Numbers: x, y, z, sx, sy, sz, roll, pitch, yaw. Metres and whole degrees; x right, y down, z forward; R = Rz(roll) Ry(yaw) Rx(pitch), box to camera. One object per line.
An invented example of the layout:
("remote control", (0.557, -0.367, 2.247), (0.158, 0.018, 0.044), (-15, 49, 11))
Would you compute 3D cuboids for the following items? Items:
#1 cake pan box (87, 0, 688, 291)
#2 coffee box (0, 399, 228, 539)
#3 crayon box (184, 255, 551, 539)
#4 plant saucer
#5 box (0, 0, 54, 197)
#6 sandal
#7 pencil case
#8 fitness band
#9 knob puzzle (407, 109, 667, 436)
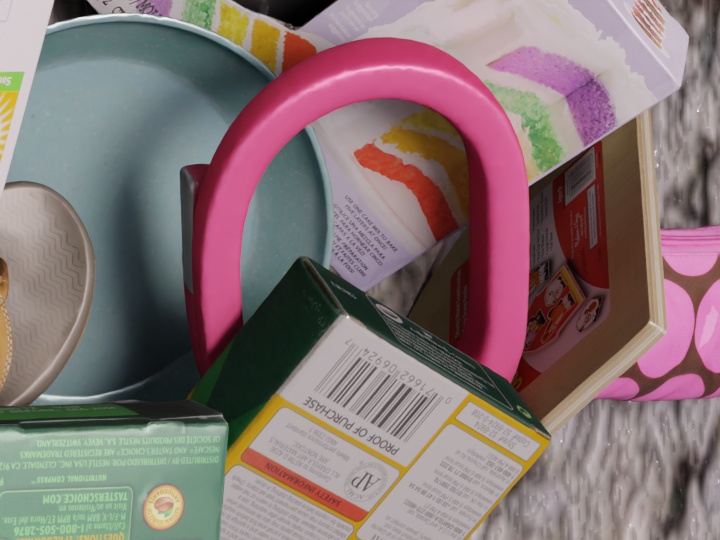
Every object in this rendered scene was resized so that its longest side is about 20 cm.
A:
("cake pan box", (0.007, -0.111, 0.951), (0.200, 0.184, 0.052), (49, 28, -19))
("coffee box", (-0.117, 0.150, 0.841), (0.122, 0.044, 0.201), (-1, 99, -31))
("crayon box", (-0.034, 0.106, 0.934), (0.125, 0.052, 0.200), (32, 103, -36))
("plant saucer", (-0.108, -0.012, 0.945), (0.199, 0.036, 0.201), (-9, 114, -21))
("box", (-0.174, -0.132, 0.812), (0.101, 0.112, 0.201), (-6, 117, -57))
("sandal", (-0.170, 0.033, 0.842), (0.200, 0.055, 0.082), (-34, 93, -35))
("pencil case", (0.157, 0.017, 1.171), (0.199, 0.091, 0.094), (-4, 132, -42))
("fitness band", (0.000, 0.000, 0.939), (0.143, 0.037, 0.201), (-10, 123, -13))
("knob puzzle", (0.070, 0.031, 1.039), (0.030, 0.219, 0.221), (32, 73, -22))
